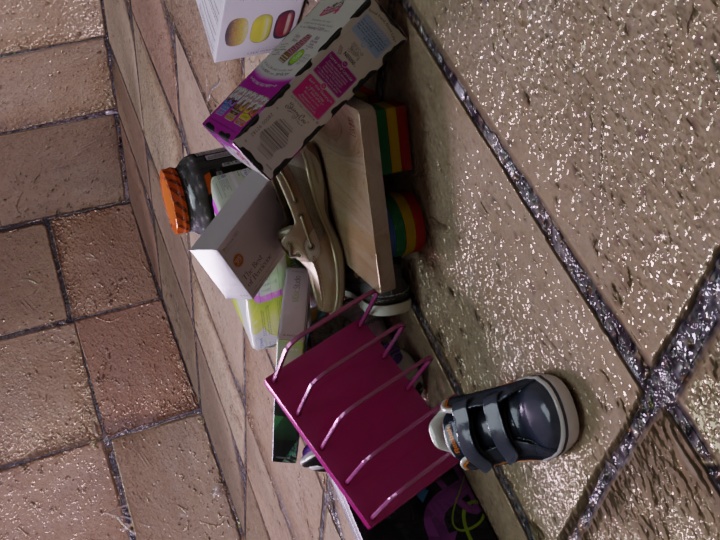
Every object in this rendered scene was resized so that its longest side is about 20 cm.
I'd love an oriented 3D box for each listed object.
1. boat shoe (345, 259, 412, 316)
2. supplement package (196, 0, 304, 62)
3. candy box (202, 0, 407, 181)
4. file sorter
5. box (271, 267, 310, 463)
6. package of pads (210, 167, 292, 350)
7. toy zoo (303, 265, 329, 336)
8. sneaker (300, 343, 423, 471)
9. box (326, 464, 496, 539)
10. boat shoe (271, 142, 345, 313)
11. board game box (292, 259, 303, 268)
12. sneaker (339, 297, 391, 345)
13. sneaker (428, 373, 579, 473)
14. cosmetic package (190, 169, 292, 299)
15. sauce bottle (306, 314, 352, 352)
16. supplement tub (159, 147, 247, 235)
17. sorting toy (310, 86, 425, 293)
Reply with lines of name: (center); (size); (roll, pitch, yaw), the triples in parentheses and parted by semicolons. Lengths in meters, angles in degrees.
boat shoe: (0.000, 0.000, 1.222); (0.201, 0.072, 0.061); (25, 125, 59)
supplement package: (-0.141, -0.367, 1.288); (0.200, 0.113, 0.110); (126, 128, -70)
candy box: (-0.061, -0.193, 1.039); (0.061, 0.200, 0.136); (44, 177, -26)
file sorter: (0.016, 0.142, 1.082); (0.200, 0.139, 0.126); (52, 155, 14)
box: (-0.086, 0.118, 1.256); (0.145, 0.036, 0.201); (-89, 2, -54)
package of pads: (-0.139, -0.010, 1.334); (0.200, 0.068, 0.155); (89, 159, -47)
toy zoo: (-0.055, 0.055, 1.379); (0.131, 0.020, 0.201); (-57, -30, -54)
sneaker: (-0.001, 0.172, 1.242); (0.200, 0.081, 0.084); (-47, 44, 18)
box: (0.051, 0.254, 1.138); (0.036, 0.143, 0.200); (98, 152, -46)
boat shoe: (-0.065, -0.043, 1.158); (0.072, 0.065, 0.201); (-158, 55, -69)
board game box: (-0.089, -0.053, 1.416); (0.030, 0.095, 0.201); (-8, 98, 42)
sneaker: (-0.004, 0.120, 1.329); (0.087, 0.074, 0.200); (57, 157, 32)
sneaker: (0.125, 0.145, 0.926); (0.200, 0.079, 0.079); (139, 116, -69)
cosmetic package: (-0.111, -0.066, 1.188); (0.051, 0.200, 0.083); (-1, 135, 41)
sauce bottle: (-0.042, 0.146, 1.292); (0.065, 0.064, 0.200); (-121, 28, -42)
supplement tub: (-0.185, -0.121, 1.479); (0.123, 0.199, 0.123); (165, 90, -73)
sorting toy: (0.005, -0.105, 1.116); (0.200, 0.069, 0.199); (-139, 38, -61)
